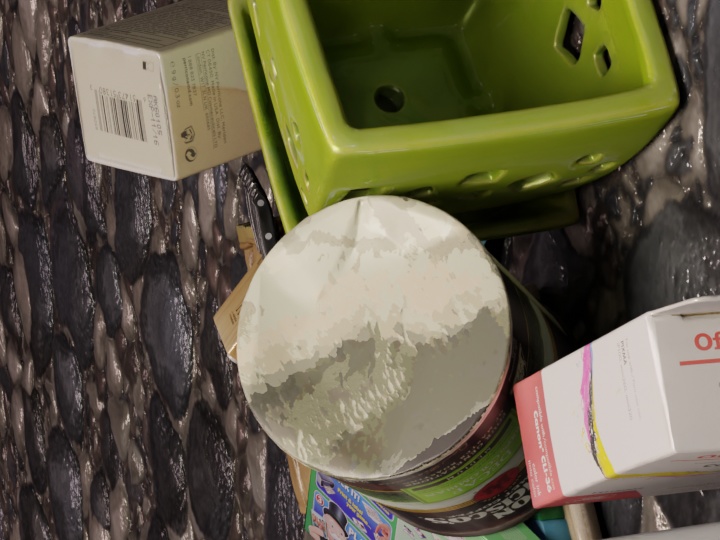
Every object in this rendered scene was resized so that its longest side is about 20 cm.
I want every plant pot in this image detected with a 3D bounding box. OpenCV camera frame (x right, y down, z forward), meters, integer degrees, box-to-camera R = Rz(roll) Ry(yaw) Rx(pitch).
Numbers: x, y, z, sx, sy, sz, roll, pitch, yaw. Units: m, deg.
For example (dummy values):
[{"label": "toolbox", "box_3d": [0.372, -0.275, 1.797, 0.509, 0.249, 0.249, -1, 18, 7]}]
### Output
[{"label": "plant pot", "box_3d": [0.034, -0.118, 1.486, 0.182, 0.197, 0.201, 114, 144, -62]}]

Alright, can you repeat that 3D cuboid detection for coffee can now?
[{"label": "coffee can", "box_3d": [0.033, 0.055, 1.464, 0.200, 0.145, 0.147, 38, -143, -68]}]

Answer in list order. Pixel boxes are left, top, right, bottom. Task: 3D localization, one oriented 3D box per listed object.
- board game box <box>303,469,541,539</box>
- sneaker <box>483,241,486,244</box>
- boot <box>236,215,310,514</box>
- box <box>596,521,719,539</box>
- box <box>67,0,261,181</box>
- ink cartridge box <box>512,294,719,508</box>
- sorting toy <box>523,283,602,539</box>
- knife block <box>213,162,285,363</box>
[{"label": "board game box", "box_3d": [0.041, 0.164, 1.616, 0.200, 0.029, 0.135, 43, 143, 32]}, {"label": "sneaker", "box_3d": [0.025, 0.010, 1.644, 0.077, 0.080, 0.202, -126, 45, -73]}, {"label": "boot", "box_3d": [-0.028, 0.061, 1.823, 0.175, 0.066, 0.202, -175, 73, -84]}, {"label": "box", "box_3d": [0.138, 0.220, 1.286, 0.200, 0.197, 0.173, 134, 127, -65]}, {"label": "box", "box_3d": [-0.065, -0.123, 1.632, 0.095, 0.199, 0.078, 15, 118, 48]}, {"label": "ink cartridge box", "box_3d": [0.165, 0.060, 1.289, 0.200, 0.116, 0.068, 143, 120, -66]}, {"label": "sorting toy", "box_3d": [0.082, 0.128, 1.628, 0.200, 0.036, 0.186, 127, 133, -61]}, {"label": "knife block", "box_3d": [0.000, 0.000, 1.704, 0.176, 0.200, 0.064, -50, 22, 9]}]
